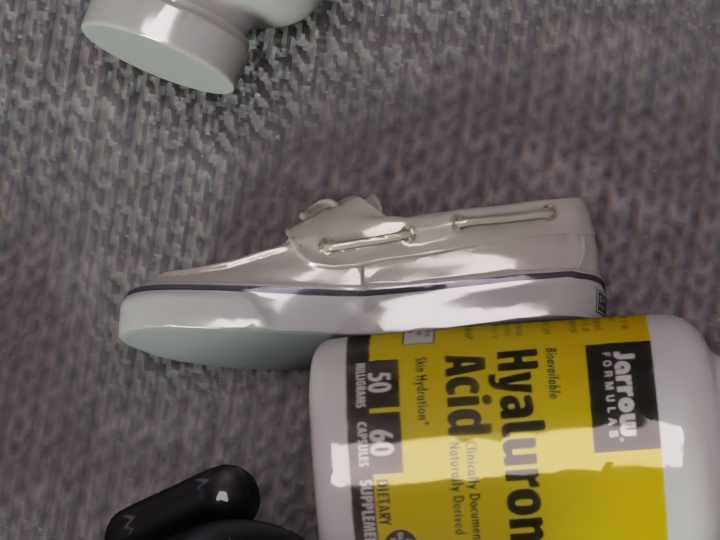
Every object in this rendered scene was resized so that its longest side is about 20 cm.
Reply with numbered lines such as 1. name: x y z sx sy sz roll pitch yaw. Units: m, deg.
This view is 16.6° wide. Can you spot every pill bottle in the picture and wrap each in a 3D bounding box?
1. pill bottle: -0.048 -0.179 1.037 0.111 0.111 0.200 19 82 9
2. pill bottle: 0.084 0.074 0.974 0.200 0.111 0.111 -5 78 3

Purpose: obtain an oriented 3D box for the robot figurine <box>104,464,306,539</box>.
1. robot figurine: -0.071 0.163 0.920 0.125 0.200 0.150 57 44 -8

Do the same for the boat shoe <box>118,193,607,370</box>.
1. boat shoe: 0.000 0.000 1.019 0.200 0.072 0.066 -5 73 4
